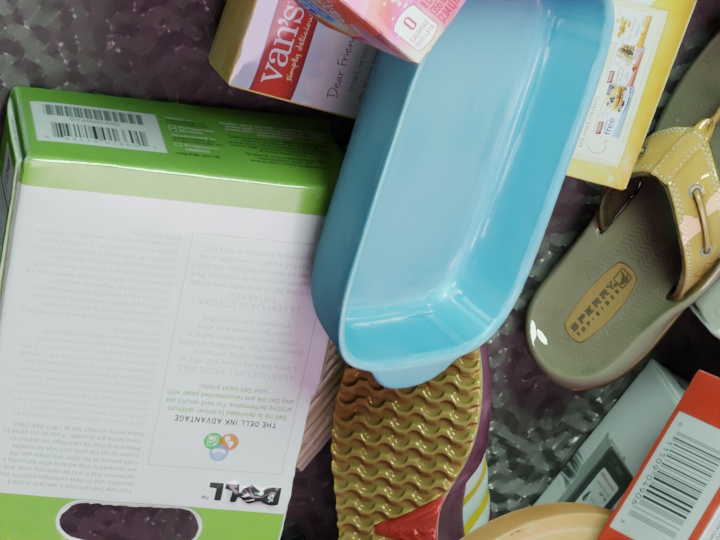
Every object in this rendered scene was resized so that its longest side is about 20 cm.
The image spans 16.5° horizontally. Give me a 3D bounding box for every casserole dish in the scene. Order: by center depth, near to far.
[{"bbox_3d":[0.037,-0.047,1.034,0.121,0.039,0.201,-7,123,-47],"label":"casserole dish"}]

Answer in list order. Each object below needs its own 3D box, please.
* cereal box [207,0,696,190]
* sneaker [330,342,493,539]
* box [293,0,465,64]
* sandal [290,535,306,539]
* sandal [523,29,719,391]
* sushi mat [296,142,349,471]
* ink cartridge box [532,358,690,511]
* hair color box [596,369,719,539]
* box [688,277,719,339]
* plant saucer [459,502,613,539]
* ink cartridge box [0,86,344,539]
[{"bbox_3d":[0.049,-0.127,1.069,0.199,0.040,0.145,14,106,-23],"label":"cereal box"},{"bbox_3d":[0.028,0.098,1.181,0.074,0.090,0.202,10,105,12],"label":"sneaker"},{"bbox_3d":[0.029,-0.193,0.960,0.094,0.103,0.201,36,89,-24],"label":"box"},{"bbox_3d":[0.009,0.216,1.235,0.048,0.076,0.201,-19,122,1],"label":"sandal"},{"bbox_3d":[0.137,-0.026,1.133,0.200,0.080,0.054,-53,152,19],"label":"sandal"},{"bbox_3d":[0.000,0.000,1.148,0.095,0.012,0.200,33,104,-31],"label":"sushi mat"},{"bbox_3d":[0.160,0.128,1.240,0.115,0.067,0.200,30,106,-29],"label":"ink cartridge box"},{"bbox_3d":[0.208,0.145,1.168,0.200,0.064,0.111,35,84,-36],"label":"hair color box"},{"bbox_3d":[0.251,0.020,1.202,0.199,0.078,0.095,31,105,-30],"label":"box"},{"bbox_3d":[0.085,0.209,1.165,0.199,0.032,0.202,-10,109,-31],"label":"plant saucer"},{"bbox_3d":[-0.095,0.033,1.090,0.147,0.076,0.201,6,116,-16],"label":"ink cartridge box"}]
